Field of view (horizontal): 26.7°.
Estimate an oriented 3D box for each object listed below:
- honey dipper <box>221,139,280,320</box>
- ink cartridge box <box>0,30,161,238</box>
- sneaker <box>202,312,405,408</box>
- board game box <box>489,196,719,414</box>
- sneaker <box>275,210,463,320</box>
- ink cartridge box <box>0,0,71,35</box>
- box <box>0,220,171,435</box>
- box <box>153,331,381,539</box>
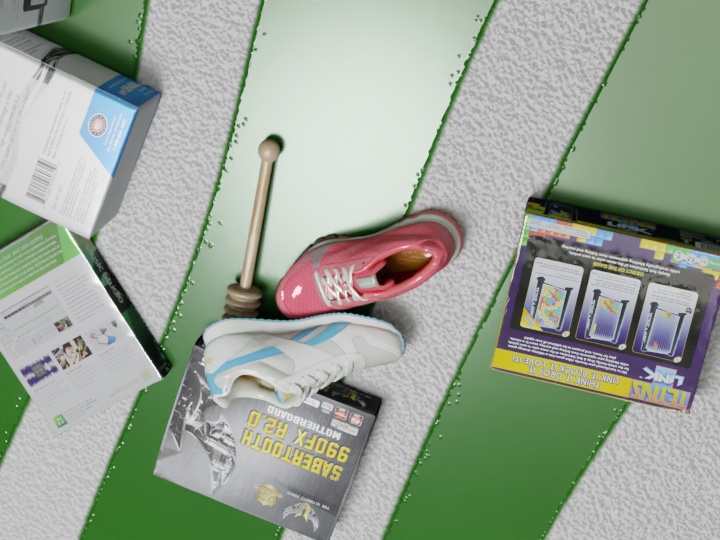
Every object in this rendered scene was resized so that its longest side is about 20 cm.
[{"bbox_3d":[-0.104,-0.033,1.507,0.038,0.038,0.201,14,106,5],"label":"honey dipper"},{"bbox_3d":[-0.317,-0.144,1.479,0.199,0.084,0.147,26,111,2],"label":"ink cartridge box"},{"bbox_3d":[-0.053,0.091,1.489,0.199,0.077,0.081,-4,63,-3],"label":"sneaker"},{"bbox_3d":[0.238,0.033,1.454,0.199,0.057,0.166,13,112,5],"label":"board game box"},{"bbox_3d":[0.000,0.000,1.468,0.199,0.087,0.074,-22,102,16],"label":"sneaker"},{"bbox_3d":[-0.360,-0.273,1.386,0.144,0.200,0.084,12,106,6],"label":"ink cartridge box"},{"bbox_3d":[-0.307,0.055,1.570,0.144,0.036,0.201,-27,102,17],"label":"box"},{"bbox_3d":[-0.097,0.171,1.562,0.199,0.048,0.159,22,110,3],"label":"box"}]
